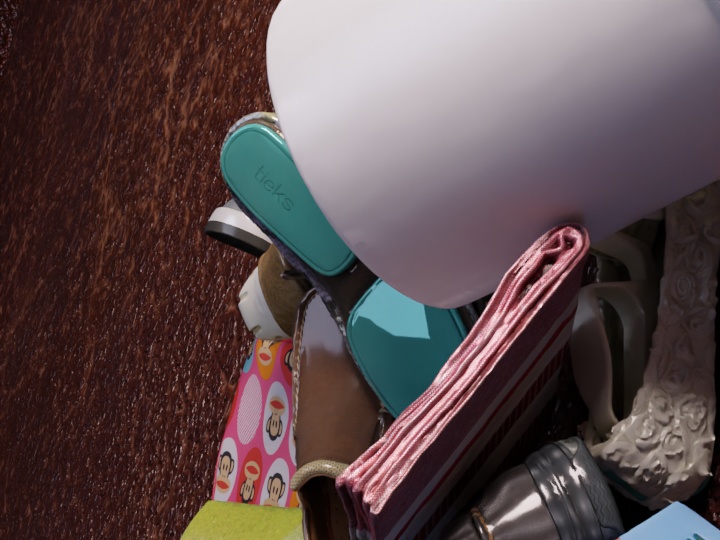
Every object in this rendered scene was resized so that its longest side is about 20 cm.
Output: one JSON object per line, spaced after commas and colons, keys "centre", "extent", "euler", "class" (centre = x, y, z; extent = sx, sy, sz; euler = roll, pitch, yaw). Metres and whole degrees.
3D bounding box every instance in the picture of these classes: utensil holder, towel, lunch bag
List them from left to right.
{"centre": [-0.030, 0.129, 1.011], "extent": [0.200, 0.081, 0.178], "euler": [10, 86, 68], "class": "lunch bag"}
{"centre": [0.042, 0.079, 0.698], "extent": [0.144, 0.023, 0.201], "euler": [-48, -20, -22], "class": "towel"}
{"centre": [0.084, -0.097, 0.677], "extent": [0.199, 0.169, 0.172], "euler": [-28, 46, 31], "class": "utensil holder"}

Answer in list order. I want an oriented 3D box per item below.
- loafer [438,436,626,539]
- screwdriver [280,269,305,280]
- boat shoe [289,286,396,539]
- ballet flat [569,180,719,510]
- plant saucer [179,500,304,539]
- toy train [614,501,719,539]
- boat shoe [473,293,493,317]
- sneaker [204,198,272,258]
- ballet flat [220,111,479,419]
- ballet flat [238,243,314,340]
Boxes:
{"centre": [0.060, 0.132, 0.719], "extent": [0.201, 0.072, 0.073], "euler": [89, 159, -60], "class": "loafer"}
{"centre": [0.000, 0.000, 0.919], "extent": [0.029, 0.199, 0.028], "euler": [-3, 90, 30], "class": "screwdriver"}
{"centre": [-0.001, 0.096, 0.815], "extent": [0.074, 0.075, 0.205], "euler": [-22, 70, 22], "class": "boat shoe"}
{"centre": [0.125, 0.005, 0.738], "extent": [0.072, 0.071, 0.202], "euler": [-42, 38, 54], "class": "ballet flat"}
{"centre": [-0.054, 0.236, 0.933], "extent": [0.199, 0.047, 0.203], "euler": [-14, 90, 66], "class": "plant saucer"}
{"centre": [0.092, 0.189, 0.630], "extent": [0.086, 0.114, 0.202], "euler": [35, 122, 29], "class": "toy train"}
{"centre": [0.033, 0.098, 0.878], "extent": [0.073, 0.063, 0.204], "euler": [15, 90, 32], "class": "boat shoe"}
{"centre": [-0.032, -0.060, 1.079], "extent": [0.200, 0.083, 0.122], "euler": [12, -79, -79], "class": "sneaker"}
{"centre": [0.012, 0.000, 0.814], "extent": [0.201, 0.072, 0.072], "euler": [52, 138, 11], "class": "ballet flat"}
{"centre": [-0.029, 0.012, 0.972], "extent": [0.072, 0.200, 0.069], "euler": [-23, 86, 16], "class": "ballet flat"}
